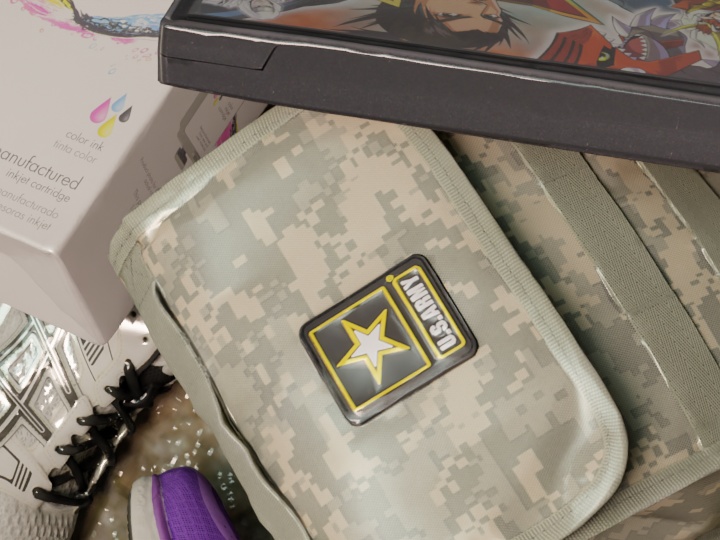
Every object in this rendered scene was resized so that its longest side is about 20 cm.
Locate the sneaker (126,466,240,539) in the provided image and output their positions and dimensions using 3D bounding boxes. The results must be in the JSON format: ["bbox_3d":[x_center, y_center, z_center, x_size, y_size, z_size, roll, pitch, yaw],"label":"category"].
[{"bbox_3d":[-0.005,0.142,0.876,0.083,0.081,0.200,-42,76,-4],"label":"sneaker"}]

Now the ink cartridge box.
[{"bbox_3d":[-0.092,-0.087,0.894,0.116,0.068,0.201,22,65,24],"label":"ink cartridge box"}]

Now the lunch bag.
[{"bbox_3d":[0.040,0.022,0.783,0.164,0.199,0.118,57,145,20],"label":"lunch bag"}]

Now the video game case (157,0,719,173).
[{"bbox_3d":[0.054,-0.093,0.792,0.199,0.181,0.026,9,122,7],"label":"video game case"}]

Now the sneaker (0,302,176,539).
[{"bbox_3d":[-0.102,0.037,0.920,0.087,0.076,0.201,11,88,25],"label":"sneaker"}]
